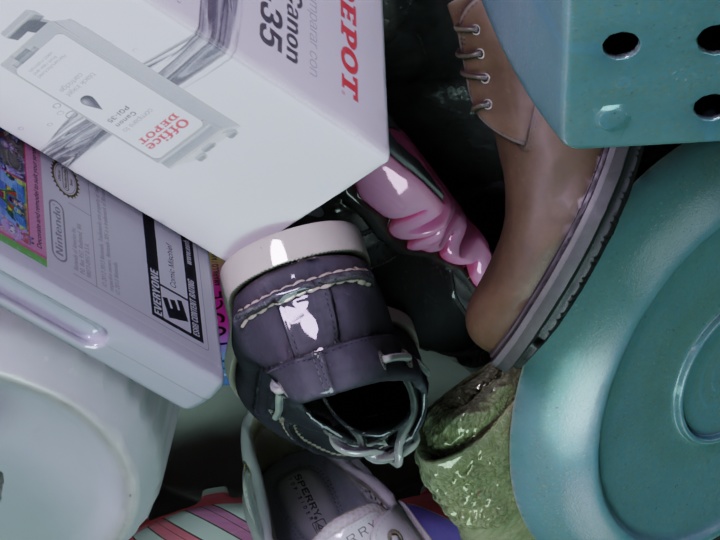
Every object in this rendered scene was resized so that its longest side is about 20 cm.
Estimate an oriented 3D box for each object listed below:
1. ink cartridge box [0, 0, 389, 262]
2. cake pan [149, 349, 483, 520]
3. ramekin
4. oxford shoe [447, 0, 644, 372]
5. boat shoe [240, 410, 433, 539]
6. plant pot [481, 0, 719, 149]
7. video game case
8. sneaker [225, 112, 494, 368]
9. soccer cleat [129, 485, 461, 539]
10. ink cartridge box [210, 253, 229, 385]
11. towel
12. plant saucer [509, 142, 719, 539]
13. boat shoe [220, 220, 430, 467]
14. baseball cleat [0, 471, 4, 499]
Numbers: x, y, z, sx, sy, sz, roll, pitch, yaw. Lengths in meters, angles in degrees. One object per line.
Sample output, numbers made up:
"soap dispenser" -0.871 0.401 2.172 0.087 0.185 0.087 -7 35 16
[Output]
"ink cartridge box" -0.086 -0.116 0.924 0.083 0.147 0.200 -31 134 32
"cake pan" -0.028 0.070 1.235 0.200 0.037 0.200 -2 140 -2
"ramekin" -0.157 0.044 1.033 0.202 0.094 0.203 -2 141 -1
"oxford shoe" 0.066 -0.063 1.013 0.084 0.073 0.200 17 95 2
"boat shoe" -0.001 0.125 1.128 0.071 0.200 0.069 -32 135 -10
"plant pot" 0.099 -0.141 0.868 0.141 0.200 0.141 -4 140 -1
"video game case" -0.125 -0.067 0.937 0.022 0.200 0.182 -37 130 26
"sneaker" 0.000 0.000 1.084 0.095 0.079 0.200 -40 150 3
"soccer cleat" -0.019 0.137 1.227 0.200 0.077 0.067 -6 140 2
"ink cartridge box" -0.145 -0.017 1.095 0.200 0.076 0.137 -3 140 1
"towel" 0.109 0.054 1.149 0.200 0.036 0.149 -41 137 -19
"plant saucer" 0.140 0.035 1.120 0.200 0.027 0.200 -25 130 -34
"boat shoe" -0.009 0.045 1.019 0.073 0.063 0.200 -19 160 -1
"baseball cleat" -0.209 0.104 0.990 0.106 0.070 0.200 28 123 -22
